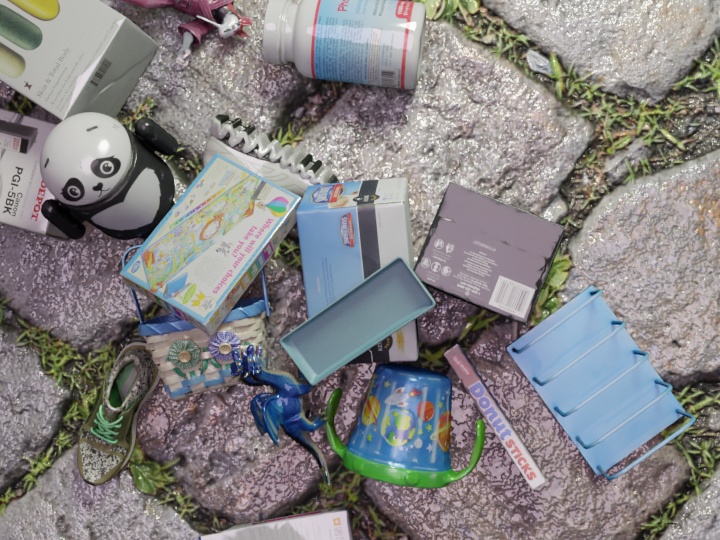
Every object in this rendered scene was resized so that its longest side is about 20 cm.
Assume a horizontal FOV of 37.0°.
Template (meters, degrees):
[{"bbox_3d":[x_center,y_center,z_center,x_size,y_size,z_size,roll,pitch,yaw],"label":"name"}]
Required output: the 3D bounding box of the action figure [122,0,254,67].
[{"bbox_3d":[-0.231,-0.362,1.417,0.199,0.149,0.134,30,112,-14],"label":"action figure"}]

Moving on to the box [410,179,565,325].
[{"bbox_3d":[0.153,-0.017,1.304,0.148,0.200,0.125,23,91,6],"label":"box"}]

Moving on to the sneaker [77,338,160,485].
[{"bbox_3d":[-0.323,0.184,1.392,0.077,0.089,0.201,21,90,5],"label":"sneaker"}]

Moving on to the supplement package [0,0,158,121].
[{"bbox_3d":[-0.398,-0.294,1.386,0.199,0.151,0.152,32,91,5],"label":"supplement package"}]

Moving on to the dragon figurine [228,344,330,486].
[{"bbox_3d":[-0.098,0.176,1.313,0.099,0.059,0.201,-17,104,-24],"label":"dragon figurine"}]

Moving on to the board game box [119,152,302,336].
[{"bbox_3d":[-0.179,-0.035,1.318,0.134,0.034,0.200,29,69,19],"label":"board game box"}]

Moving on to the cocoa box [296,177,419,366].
[{"bbox_3d":[0.000,0.000,1.324,0.130,0.133,0.201,-4,108,6],"label":"cocoa box"}]

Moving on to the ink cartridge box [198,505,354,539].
[{"bbox_3d":[-0.104,0.370,1.394,0.199,0.037,0.095,-11,88,2],"label":"ink cartridge box"}]

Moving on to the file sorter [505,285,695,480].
[{"bbox_3d":[0.295,0.139,1.326,0.139,0.123,0.200,-36,86,3],"label":"file sorter"}]

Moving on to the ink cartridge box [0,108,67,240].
[{"bbox_3d":[-0.471,-0.137,1.420,0.199,0.083,0.148,15,88,6],"label":"ink cartridge box"}]

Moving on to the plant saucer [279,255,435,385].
[{"bbox_3d":[-0.004,0.059,1.248,0.200,0.019,0.070,-35,93,28],"label":"plant saucer"}]

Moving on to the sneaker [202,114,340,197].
[{"bbox_3d":[-0.114,-0.127,1.403,0.199,0.075,0.081,28,107,6],"label":"sneaker"}]

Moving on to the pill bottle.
[{"bbox_3d":[-0.020,-0.296,1.376,0.199,0.109,0.109,7,88,4],"label":"pill bottle"}]

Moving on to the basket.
[{"bbox_3d":[-0.194,0.050,1.361,0.175,0.139,0.201,-14,90,1],"label":"basket"}]

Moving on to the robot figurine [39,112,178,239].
[{"bbox_3d":[-0.309,-0.112,1.344,0.124,0.200,0.151,7,72,23],"label":"robot figurine"}]

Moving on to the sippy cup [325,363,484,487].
[{"bbox_3d":[0.055,0.186,1.327,0.177,0.140,0.131,9,91,-18],"label":"sippy cup"}]

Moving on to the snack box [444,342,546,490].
[{"bbox_3d":[0.168,0.182,1.360,0.024,0.072,0.201,-33,86,4],"label":"snack box"}]
